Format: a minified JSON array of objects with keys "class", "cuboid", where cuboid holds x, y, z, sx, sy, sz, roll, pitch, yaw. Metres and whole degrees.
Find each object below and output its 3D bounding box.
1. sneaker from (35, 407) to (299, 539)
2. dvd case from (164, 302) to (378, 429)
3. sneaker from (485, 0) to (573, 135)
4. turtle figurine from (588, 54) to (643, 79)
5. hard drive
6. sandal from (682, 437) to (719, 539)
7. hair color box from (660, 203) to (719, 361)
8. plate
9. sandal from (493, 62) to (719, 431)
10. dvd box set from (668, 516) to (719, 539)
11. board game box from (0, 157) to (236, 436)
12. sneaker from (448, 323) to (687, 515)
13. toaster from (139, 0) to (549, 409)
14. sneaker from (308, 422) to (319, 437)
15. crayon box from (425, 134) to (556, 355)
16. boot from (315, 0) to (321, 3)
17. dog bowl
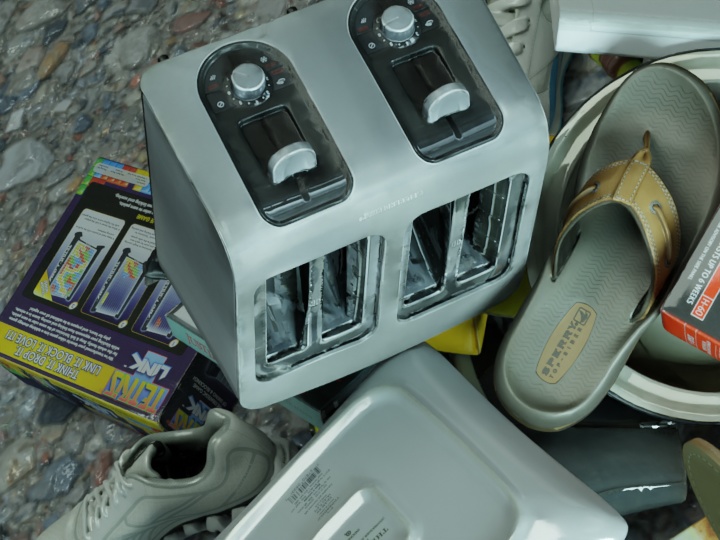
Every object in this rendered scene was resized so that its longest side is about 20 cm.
[{"class":"sneaker","cuboid":[-0.136,0.142,1.212,0.199,0.081,0.076,-28,47,18]},{"class":"dvd case","cuboid":[0.000,0.000,1.166,0.200,0.022,0.145,-40,46,-25]},{"class":"sneaker","cuboid":[0.096,-0.142,1.253,0.076,0.081,0.201,4,62,36]},{"class":"turtle figurine","cuboid":[0.196,-0.108,1.165,0.199,0.065,0.162,-23,48,11]},{"class":"hard drive","cuboid":[0.208,-0.146,1.103,0.198,0.027,0.132,5,25,2]},{"class":"sandal","cuboid":[0.239,0.148,0.907,0.069,0.078,0.212,-27,52,-12]},{"class":"hair color box","cuboid":[0.256,0.030,0.947,0.199,0.061,0.102,29,85,14]},{"class":"plate","cuboid":[0.005,0.143,0.975,0.200,0.032,0.200,-47,41,-2]},{"class":"sandal","cuboid":[0.126,-0.014,0.992,0.081,0.055,0.201,30,86,18]},{"class":"dvd box set","cuboid":[0.205,0.180,0.966,0.199,0.029,0.147,-33,45,11]},{"class":"board game box","cuboid":[-0.144,0.021,1.327,0.199,0.057,0.166,18,72,43]},{"class":"sneaker","cuboid":[0.110,0.087,1.091,0.105,0.075,0.200,-8,29,-7]},{"class":"toaster","cuboid":[-0.014,-0.038,0.992,0.179,0.201,0.119,-22,62,-16]},{"class":"sneaker","cuboid":[0.008,0.063,1.180,0.085,0.078,0.201,-22,52,6]},{"class":"crayon box","cuboid":[0.012,-0.025,1.110,0.198,0.051,0.128,8,61,11]},{"class":"boot","cuboid":[-0.021,-0.122,1.265,0.188,0.069,0.200,-43,12,-1]},{"class":"dog bowl","cuboid":[0.191,-0.012,1.043,0.198,0.074,0.202,-3,77,14]}]
